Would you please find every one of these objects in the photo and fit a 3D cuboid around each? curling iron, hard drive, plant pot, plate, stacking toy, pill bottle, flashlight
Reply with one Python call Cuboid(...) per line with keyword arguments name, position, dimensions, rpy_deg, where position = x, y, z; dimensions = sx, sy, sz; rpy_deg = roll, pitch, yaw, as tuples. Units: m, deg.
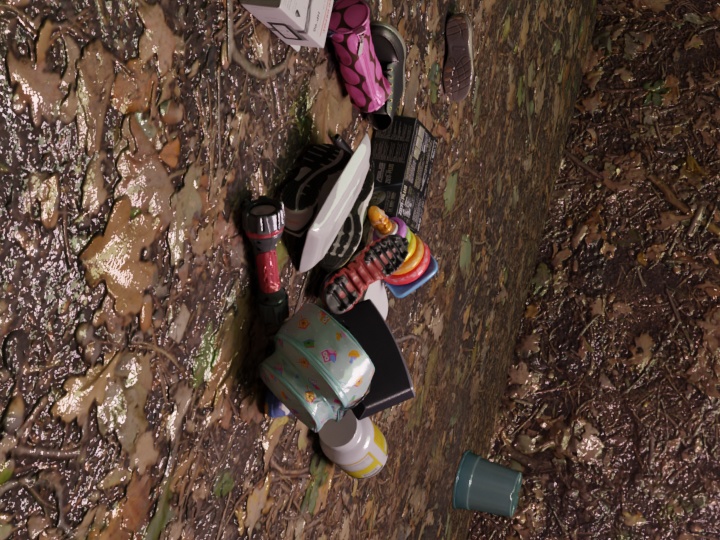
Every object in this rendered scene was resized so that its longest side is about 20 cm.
Cuboid(name="curling iron", position=(-0.014, -0.211, 1.681), dimensions=(0.200, 0.025, 0.051), rpy_deg=(29, 65, -68))
Cuboid(name="hard drive", position=(0.010, 0.153, 1.653), dimensions=(0.133, 0.202, 0.042), rpy_deg=(-18, 160, -21))
Cuboid(name="plant pot", position=(0.426, 0.720, 3.050), dimensions=(0.200, 0.193, 0.204), rpy_deg=(11, 90, -70))
Cuboid(name="plate", position=(-0.038, -0.103, 1.523), dimensions=(0.202, 0.032, 0.200), rpy_deg=(-62, 179, -21))
Cuboid(name="stacking toy", position=(0.060, -0.057, 1.741), dimensions=(0.109, 0.116, 0.201), rpy_deg=(-36, 136, -3))
Cuboid(name="pill bottle", position=(-0.018, 0.337, 1.820), dimensions=(0.200, 0.110, 0.114), rpy_deg=(59, 46, -60))
Cuboid(name="flashlight", position=(-0.139, -0.010, 1.395), dimensions=(0.068, 0.067, 0.203), rpy_deg=(-53, 146, -51))

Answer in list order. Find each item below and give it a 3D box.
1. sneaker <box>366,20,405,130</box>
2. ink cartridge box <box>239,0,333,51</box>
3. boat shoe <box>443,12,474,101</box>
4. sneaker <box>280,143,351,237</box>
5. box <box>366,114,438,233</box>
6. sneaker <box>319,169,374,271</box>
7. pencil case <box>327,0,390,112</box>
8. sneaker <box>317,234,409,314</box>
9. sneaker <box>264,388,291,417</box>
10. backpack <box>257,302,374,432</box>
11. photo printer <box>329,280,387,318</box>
Cuboid(name="sneaker", position=(0.042, -0.352, 1.672), dimensions=(0.201, 0.073, 0.108), rpy_deg=(69, 30, -57))
Cuboid(name="ink cartridge box", position=(-0.091, -0.400, 1.327), dimensions=(0.200, 0.067, 0.118), rpy_deg=(19, 83, -69))
Cuboid(name="boat shoe", position=(0.237, -0.495, 2.128), dimensions=(0.073, 0.073, 0.203), rpy_deg=(-43, 140, -57))
Cuboid(name="sneaker", position=(-0.078, -0.136, 1.513), dimensions=(0.201, 0.073, 0.081), rpy_deg=(-53, 162, -41))
Cuboid(name="box", position=(0.077, -0.191, 1.841), dimensions=(0.163, 0.085, 0.204), rpy_deg=(21, 80, -69))
Cuboid(name="sneaker", position=(-0.022, -0.085, 1.672), dimensions=(0.089, 0.076, 0.203), rpy_deg=(80, 30, -71))
Cuboid(name="pencil case", position=(-0.001, -0.356, 1.549), dimensions=(0.091, 0.094, 0.201), rpy_deg=(-41, 147, -10))
Cuboid(name="sneaker", position=(0.000, 0.000, 1.669), dimensions=(0.200, 0.098, 0.071), rpy_deg=(-39, 108, -17))
Cuboid(name="sneaker", position=(-0.093, 0.213, 1.597), dimensions=(0.199, 0.087, 0.077), rpy_deg=(-16, 117, -65))
Cuboid(name="backpack", position=(-0.069, 0.152, 1.454), dimensions=(0.153, 0.176, 0.200), rpy_deg=(-41, 170, -26))
Cuboid(name="photo printer", position=(-0.006, 0.097, 1.789), dimensions=(0.167, 0.068, 0.202), rpy_deg=(66, 40, -57))
